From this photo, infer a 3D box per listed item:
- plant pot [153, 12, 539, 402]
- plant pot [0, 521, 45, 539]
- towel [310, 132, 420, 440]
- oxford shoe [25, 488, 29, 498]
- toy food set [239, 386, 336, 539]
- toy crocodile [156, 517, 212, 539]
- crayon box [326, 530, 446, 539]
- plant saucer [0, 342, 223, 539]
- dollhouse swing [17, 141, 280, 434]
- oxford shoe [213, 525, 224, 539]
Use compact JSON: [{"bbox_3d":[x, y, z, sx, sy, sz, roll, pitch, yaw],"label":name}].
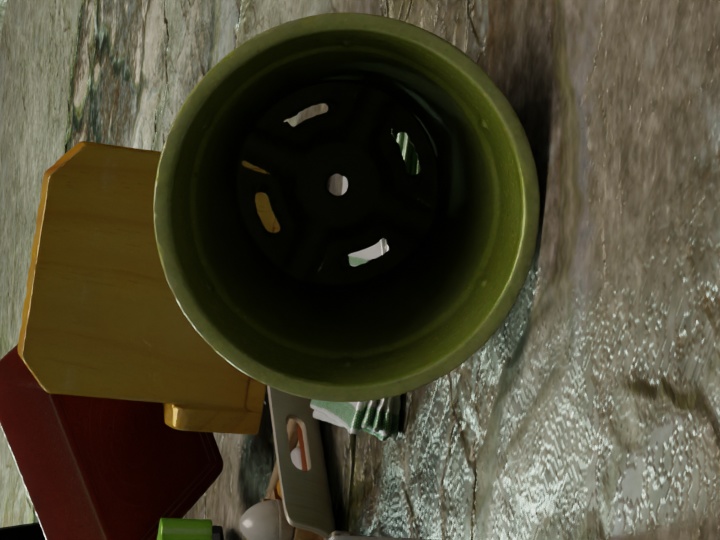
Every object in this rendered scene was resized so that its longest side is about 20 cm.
[{"bbox_3d":[-0.012,-0.041,1.476,0.190,0.199,0.201,-117,33,-83],"label":"plant pot"},{"bbox_3d":[-0.249,0.307,2.253,0.200,0.199,0.178,177,86,-75],"label":"plant pot"},{"bbox_3d":[0.000,0.000,1.676,0.149,0.031,0.201,-172,86,-75],"label":"towel"},{"bbox_3d":[-0.297,0.178,2.704,0.200,0.057,0.075,114,158,-48],"label":"oxford shoe"},{"bbox_3d":[-0.067,0.180,1.816,0.144,0.060,0.200,-101,21,-45],"label":"toy food set"},{"bbox_3d":[-0.127,0.249,1.848,0.062,0.067,0.201,-105,16,-57],"label":"toy crocodile"},{"bbox_3d":[0.044,0.225,1.249,0.051,0.126,0.201,118,153,-58],"label":"crayon box"},{"bbox_3d":[-0.170,0.113,1.922,0.200,0.037,0.201,-47,-56,-52],"label":"plant saucer"},{"bbox_3d":[-0.141,-0.005,1.874,0.182,0.175,0.201,-119,38,-78],"label":"dollhouse swing"},{"bbox_3d":[-0.124,0.245,1.972,0.200,0.072,0.085,-35,-65,-81],"label":"oxford shoe"}]
